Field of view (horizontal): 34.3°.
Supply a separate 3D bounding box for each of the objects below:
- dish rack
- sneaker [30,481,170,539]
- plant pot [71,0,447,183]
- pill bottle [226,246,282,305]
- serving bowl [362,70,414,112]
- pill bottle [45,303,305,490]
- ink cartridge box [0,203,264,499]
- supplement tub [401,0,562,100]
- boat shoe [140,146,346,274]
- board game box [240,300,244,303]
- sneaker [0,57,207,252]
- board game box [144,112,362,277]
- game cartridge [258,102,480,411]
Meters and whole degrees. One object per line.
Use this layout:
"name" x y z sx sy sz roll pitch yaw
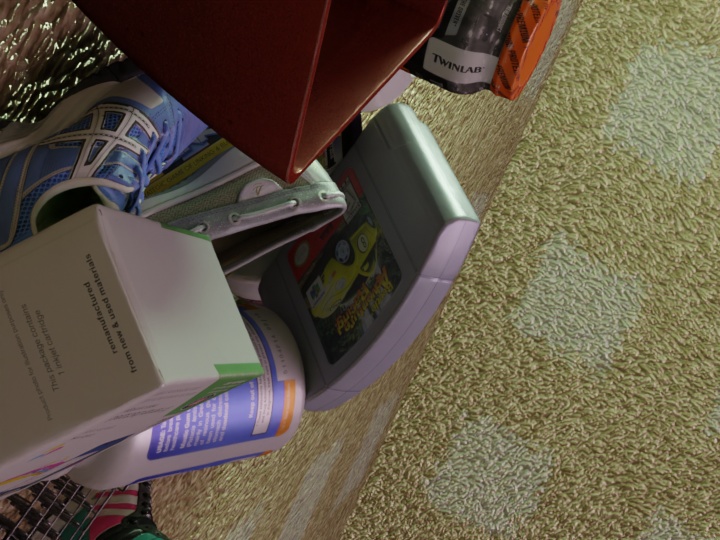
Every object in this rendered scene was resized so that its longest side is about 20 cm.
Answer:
"dish rack" -0.228 0.165 0.865 0.201 0.054 0.154 -57 166 -24
"sneaker" -0.189 0.221 0.987 0.200 0.120 0.084 -50 162 -52
"plant pot" -0.049 -0.199 0.564 0.200 0.175 0.201 -53 164 -47
"pill bottle" -0.073 -0.025 0.997 0.115 0.114 0.200 -63 169 -6
"serving bowl" 0.039 -0.244 1.160 0.201 0.065 0.200 -60 167 -23
"pill bottle" -0.144 0.084 0.782 0.199 0.112 0.113 -3 123 -44
"ink cartridge box" -0.166 0.055 0.560 0.199 0.088 0.145 -24 172 9
"supplement tub" 0.050 -0.218 0.918 0.123 0.199 0.123 -59 167 -22
"boat shoe" -0.104 -0.009 0.701 0.201 0.065 0.075 -34 159 -14
"board game box" -0.074 0.026 1.278 0.102 0.047 0.200 -68 168 20
"sneaker" -0.139 -0.054 0.631 0.200 0.077 0.076 -39 155 -36
"board game box" -0.092 -0.062 0.792 0.199 0.057 0.166 -35 160 -14
"game cartridge" 0.000 0.000 0.811 0.041 0.134 0.200 5 134 -39
